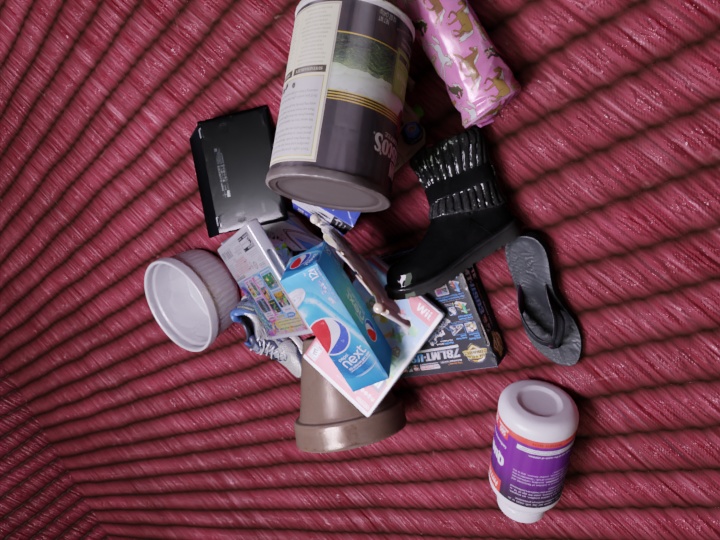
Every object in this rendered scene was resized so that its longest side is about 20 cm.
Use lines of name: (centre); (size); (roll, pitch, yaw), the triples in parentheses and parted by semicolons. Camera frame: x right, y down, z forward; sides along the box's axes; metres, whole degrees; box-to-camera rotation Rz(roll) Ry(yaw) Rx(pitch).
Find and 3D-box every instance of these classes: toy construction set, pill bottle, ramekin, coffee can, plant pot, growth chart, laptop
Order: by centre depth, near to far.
coffee can: (-0.022, -0.184, 0.656); (0.144, 0.145, 0.205); (5, 83, 35)
toy construction set: (0.013, -0.188, 0.778); (0.201, 0.092, 0.131); (-48, 68, 13)
growth chart: (0.000, 0.000, 0.778); (0.018, 0.144, 0.201); (-41, 56, 7)
pill bottle: (0.249, 0.271, 0.843); (0.111, 0.112, 0.204); (17, 122, 29)
plant pot: (-0.031, 0.194, 0.982); (0.198, 0.198, 0.179); (-12, 89, 40)
laptop: (-0.221, -0.166, 1.011); (0.196, 0.116, 0.192); (-10, 94, 11)
ramekin: (-0.340, 0.053, 1.183); (0.197, 0.105, 0.204); (18, 123, 28)

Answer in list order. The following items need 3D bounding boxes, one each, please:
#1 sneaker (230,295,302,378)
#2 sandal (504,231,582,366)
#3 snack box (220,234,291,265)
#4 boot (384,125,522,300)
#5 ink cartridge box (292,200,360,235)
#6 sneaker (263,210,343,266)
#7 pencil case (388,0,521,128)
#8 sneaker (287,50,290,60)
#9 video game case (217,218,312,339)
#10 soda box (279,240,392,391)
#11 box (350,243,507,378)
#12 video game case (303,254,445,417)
sneaker: (-0.182, 0.139, 1.121); (0.200, 0.085, 0.077); (48, 133, 5)
sandal: (0.239, 0.049, 0.773); (0.074, 0.048, 0.203); (-12, 110, 43)
snack box: (-0.164, 0.012, 1.004); (0.199, 0.053, 0.144); (16, 135, 56)
boot: (0.095, -0.074, 0.749); (0.160, 0.209, 0.079); (60, 175, -11)
ink cartridge box: (-0.049, -0.094, 0.822); (0.093, 0.200, 0.045); (30, 87, -4)
sneaker: (-0.119, -0.046, 0.983); (0.198, 0.072, 0.073); (32, 131, 22)
pencil case: (0.110, -0.269, 0.682); (0.082, 0.086, 0.202); (-33, 91, 23)
sneaker: (-0.096, -0.227, 0.866); (0.114, 0.078, 0.204); (-1, 112, 36)
video game case: (-0.150, 0.023, 0.905); (0.184, 0.024, 0.199); (59, 153, -6)
soda box: (-0.029, 0.066, 0.798); (0.063, 0.068, 0.202); (-24, 112, 19)
box: (0.101, 0.062, 0.888); (0.198, 0.050, 0.202); (-16, 103, 40)
video game case: (0.017, 0.100, 0.873); (0.142, 0.017, 0.202); (39, 104, 15)
